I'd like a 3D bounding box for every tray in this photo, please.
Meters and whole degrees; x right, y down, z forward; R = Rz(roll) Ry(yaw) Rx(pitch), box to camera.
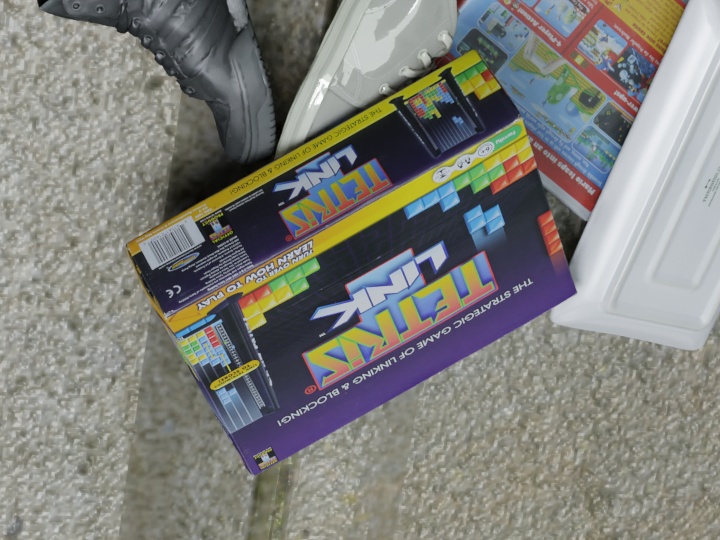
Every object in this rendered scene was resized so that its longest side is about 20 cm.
[{"bbox_3d":[0.184,-0.048,1.476,0.107,0.022,0.200,11,112,-32],"label":"tray"}]

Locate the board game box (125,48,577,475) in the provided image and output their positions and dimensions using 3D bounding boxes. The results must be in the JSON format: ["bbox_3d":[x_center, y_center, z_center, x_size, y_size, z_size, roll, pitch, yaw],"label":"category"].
[{"bbox_3d":[0.000,0.000,1.403,0.200,0.057,0.165,-30,144,-3],"label":"board game box"}]

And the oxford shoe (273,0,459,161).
[{"bbox_3d":[0.013,-0.111,1.384,0.058,0.075,0.200,29,99,1],"label":"oxford shoe"}]

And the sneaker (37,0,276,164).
[{"bbox_3d":[-0.109,-0.137,1.349,0.104,0.060,0.200,-15,112,-9],"label":"sneaker"}]

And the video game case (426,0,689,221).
[{"bbox_3d":[0.134,-0.141,1.444,0.143,0.017,0.200,38,97,-27],"label":"video game case"}]
